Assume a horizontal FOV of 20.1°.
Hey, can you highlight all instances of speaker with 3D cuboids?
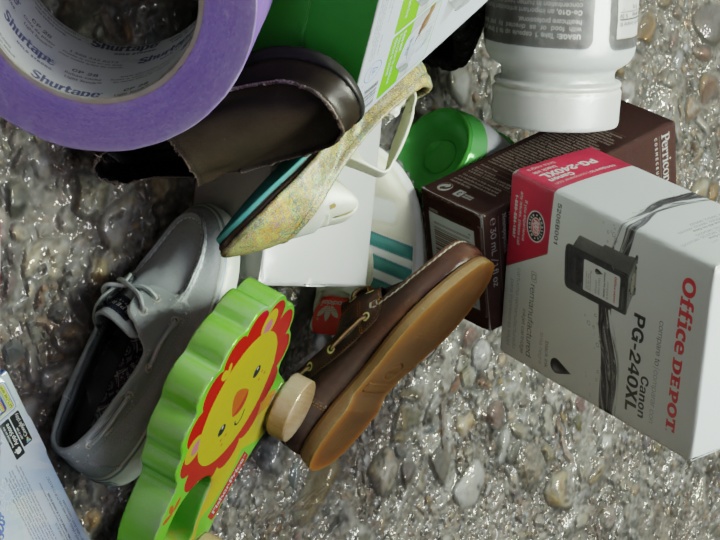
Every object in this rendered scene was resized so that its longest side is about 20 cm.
[{"bbox_3d":[0.111,-0.049,1.592,0.200,0.088,0.089,36,70,-44],"label":"speaker"}]

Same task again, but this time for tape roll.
[{"bbox_3d":[-0.150,-0.178,1.193,0.085,0.198,0.201,-74,151,-60],"label":"tape roll"}]

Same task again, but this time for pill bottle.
[{"bbox_3d":[0.147,-0.206,1.475,0.113,0.113,0.202,-11,109,-46],"label":"pill bottle"}]

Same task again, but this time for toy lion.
[{"bbox_3d":[-0.101,0.107,1.325,0.201,0.068,0.192,-61,166,-9],"label":"toy lion"}]

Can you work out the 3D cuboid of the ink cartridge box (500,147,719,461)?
[{"bbox_3d":[0.194,0.020,1.398,0.083,0.199,0.147,-15,119,-34],"label":"ink cartridge box"}]

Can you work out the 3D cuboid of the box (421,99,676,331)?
[{"bbox_3d":[0.144,-0.044,1.515,0.199,0.075,0.101,-27,125,-31],"label":"box"}]

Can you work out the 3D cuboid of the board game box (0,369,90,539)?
[{"bbox_3d":[-0.262,0.196,1.260,0.199,0.043,0.201,-43,125,-35],"label":"board game box"}]

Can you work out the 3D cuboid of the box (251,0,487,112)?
[{"bbox_3d":[0.026,-0.221,1.272,0.176,0.096,0.201,-45,162,-33],"label":"box"}]

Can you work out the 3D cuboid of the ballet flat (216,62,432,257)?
[{"bbox_3d":[-0.016,-0.072,1.336,0.201,0.070,0.071,-55,132,-25],"label":"ballet flat"}]

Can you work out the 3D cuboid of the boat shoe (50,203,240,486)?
[{"bbox_3d":[-0.144,0.042,1.341,0.071,0.070,0.202,36,74,-50],"label":"boat shoe"}]

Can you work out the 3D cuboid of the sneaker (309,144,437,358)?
[{"bbox_3d":[0.000,0.000,1.489,0.093,0.070,0.201,-41,128,-41],"label":"sneaker"}]

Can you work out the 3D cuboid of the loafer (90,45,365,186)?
[{"bbox_3d":[-0.087,-0.084,1.280,0.073,0.199,0.072,56,39,-34],"label":"loafer"}]

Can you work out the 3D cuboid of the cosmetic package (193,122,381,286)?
[{"bbox_3d":[-0.048,-0.092,1.411,0.107,0.084,0.202,4,95,-46],"label":"cosmetic package"}]

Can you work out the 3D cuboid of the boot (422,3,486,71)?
[{"bbox_3d":[0.060,-0.268,1.501,0.158,0.079,0.212,-56,133,-25],"label":"boot"}]

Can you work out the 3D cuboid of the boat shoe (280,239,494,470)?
[{"bbox_3d":[0.007,0.048,1.434,0.200,0.070,0.070,-46,155,9],"label":"boat shoe"}]
